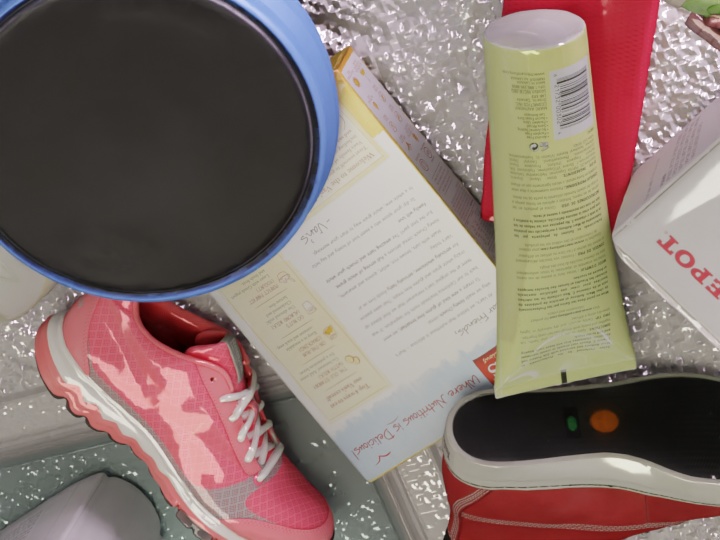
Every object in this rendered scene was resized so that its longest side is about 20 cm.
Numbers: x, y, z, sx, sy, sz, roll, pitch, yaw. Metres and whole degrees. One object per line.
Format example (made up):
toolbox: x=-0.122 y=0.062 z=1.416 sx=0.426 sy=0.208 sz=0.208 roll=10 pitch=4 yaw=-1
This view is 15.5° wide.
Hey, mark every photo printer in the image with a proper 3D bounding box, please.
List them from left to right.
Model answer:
photo printer: x=-0.205 y=0.214 z=1.468 sx=0.166 sy=0.200 sz=0.069 roll=-34 pitch=104 yaw=27

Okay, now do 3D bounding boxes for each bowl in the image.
bowl: x=-0.110 y=-0.072 z=1.307 sx=0.200 sy=0.039 sz=0.201 roll=0 pitch=121 yaw=0

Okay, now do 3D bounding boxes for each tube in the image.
tube: x=0.094 y=-0.030 z=1.318 sx=0.058 sy=0.052 sz=0.201 roll=7 pitch=120 yaw=28

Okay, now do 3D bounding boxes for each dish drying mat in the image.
dish drying mat: x=0.106 y=-0.110 z=1.311 sx=0.077 sy=0.018 sz=0.201 roll=11 pitch=119 yaw=9

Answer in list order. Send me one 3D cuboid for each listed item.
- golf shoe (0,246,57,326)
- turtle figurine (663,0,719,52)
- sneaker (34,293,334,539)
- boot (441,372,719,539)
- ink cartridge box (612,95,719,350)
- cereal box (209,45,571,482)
golf shoe: x=-0.227 y=-0.059 z=1.413 sx=0.091 sy=0.075 sz=0.200 roll=-22 pitch=110 yaw=3
turtle figurine: x=0.172 y=-0.173 z=1.144 sx=0.144 sy=0.194 sz=0.200 roll=-53 pitch=134 yaw=0
sneaker: x=-0.083 y=0.079 z=1.434 sx=0.200 sy=0.074 sz=0.087 roll=41 pitch=119 yaw=-8
boot: x=0.142 y=0.126 z=1.409 sx=0.199 sy=0.073 sz=0.145 roll=0 pitch=139 yaw=2
ink cartridge box: x=0.242 y=-0.043 z=1.269 sx=0.148 sy=0.086 sz=0.200 roll=43 pitch=121 yaw=-9
cereal box: x=0.000 y=0.000 z=1.387 sx=0.144 sy=0.040 sz=0.200 roll=-32 pitch=105 yaw=26
